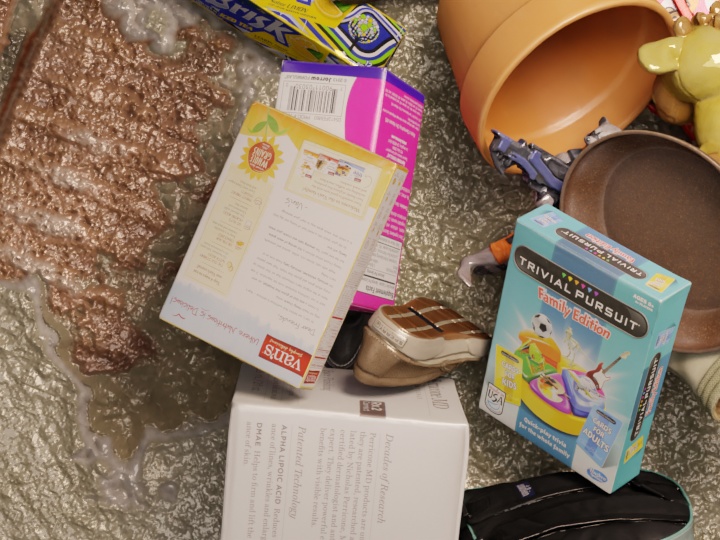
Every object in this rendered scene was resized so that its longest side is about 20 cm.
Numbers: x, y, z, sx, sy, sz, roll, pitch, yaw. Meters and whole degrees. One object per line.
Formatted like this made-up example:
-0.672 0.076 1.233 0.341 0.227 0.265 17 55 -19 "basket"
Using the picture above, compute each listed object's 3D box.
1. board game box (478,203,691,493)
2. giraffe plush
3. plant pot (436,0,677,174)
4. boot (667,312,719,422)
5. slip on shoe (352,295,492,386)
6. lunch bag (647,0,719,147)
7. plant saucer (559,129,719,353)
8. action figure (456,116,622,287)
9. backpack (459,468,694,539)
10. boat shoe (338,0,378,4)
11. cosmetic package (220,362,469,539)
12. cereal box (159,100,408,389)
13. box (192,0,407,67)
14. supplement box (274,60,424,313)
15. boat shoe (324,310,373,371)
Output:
0.185 0.067 1.368 0.151 0.047 0.201 32 129 32 "board game box"
0.309 -0.137 1.369 0.200 0.172 0.163 -42 77 35 "giraffe plush"
0.159 -0.204 1.416 0.199 0.200 0.140 -30 58 -3 "plant pot"
0.344 0.035 1.375 0.200 0.155 0.072 -38 120 -1 "boot"
0.054 0.069 1.408 0.076 0.200 0.061 35 104 18 "slip on shoe"
0.332 -0.207 1.478 0.175 0.082 0.201 -29 92 2 "lunch bag"
0.255 -0.028 1.324 0.037 0.200 0.201 -33 89 -38 "plant saucer"
0.163 -0.059 1.427 0.200 0.105 0.194 36 102 -24 "action figure"
0.198 0.256 1.410 0.199 0.176 0.154 -17 106 -3 "backpack"
0.059 -0.291 1.450 0.200 0.072 0.066 -15 79 -27 "boat shoe"
-0.016 0.182 1.393 0.198 0.165 0.166 5 100 -2 "cosmetic package"
-0.064 -0.021 1.324 0.143 0.039 0.201 26 94 20 "cereal box"
-0.062 -0.236 1.461 0.199 0.070 0.064 32 68 -1 "box"
-0.020 -0.069 1.389 0.101 0.103 0.201 8 85 23 "supplement box"
0.000 0.000 1.462 0.069 0.066 0.201 18 87 -1 "boat shoe"
